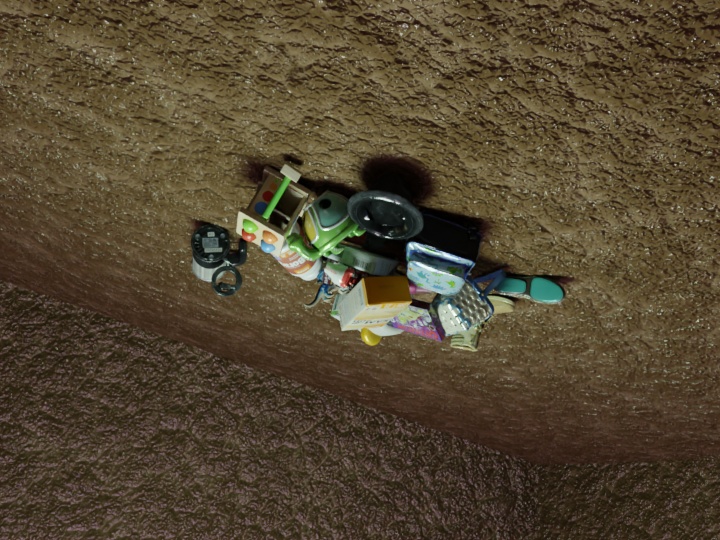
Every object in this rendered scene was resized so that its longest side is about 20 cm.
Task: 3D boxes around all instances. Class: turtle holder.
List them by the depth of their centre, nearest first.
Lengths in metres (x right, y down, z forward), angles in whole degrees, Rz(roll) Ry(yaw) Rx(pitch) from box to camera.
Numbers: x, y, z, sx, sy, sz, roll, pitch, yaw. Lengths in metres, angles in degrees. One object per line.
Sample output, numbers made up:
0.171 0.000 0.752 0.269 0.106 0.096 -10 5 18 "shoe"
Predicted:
-0.087 -0.106 1.544 0.133 0.184 0.141 53 -171 -9 "turtle holder"

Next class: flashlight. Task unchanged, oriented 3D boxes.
-0.031 -0.100 1.660 0.196 0.068 0.069 17 114 -12 "flashlight"

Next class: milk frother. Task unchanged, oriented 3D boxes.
-0.444 -0.005 1.961 0.176 0.204 0.188 14 158 -9 "milk frother"

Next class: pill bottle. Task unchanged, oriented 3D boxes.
-0.181 -0.055 1.790 0.110 0.114 0.200 3 154 26 "pill bottle"

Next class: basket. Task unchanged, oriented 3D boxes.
0.282 0.077 1.697 0.140 0.200 0.176 47 155 -6 "basket"

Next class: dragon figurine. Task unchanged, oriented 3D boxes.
-0.096 0.032 1.848 0.101 0.197 0.059 58 162 13 "dragon figurine"

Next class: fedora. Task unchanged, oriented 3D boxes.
0.063 -0.153 1.436 0.196 0.093 0.201 13 157 5 "fedora"

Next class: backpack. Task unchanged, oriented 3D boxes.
0.192 -0.029 1.567 0.179 0.150 0.201 17 163 7 "backpack"

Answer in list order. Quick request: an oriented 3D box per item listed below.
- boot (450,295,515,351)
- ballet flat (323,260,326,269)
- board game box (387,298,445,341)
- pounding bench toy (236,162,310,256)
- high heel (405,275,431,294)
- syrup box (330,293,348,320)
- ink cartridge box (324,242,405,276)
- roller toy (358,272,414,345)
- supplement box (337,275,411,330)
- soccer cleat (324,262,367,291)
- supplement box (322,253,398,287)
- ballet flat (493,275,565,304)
0.357 0.157 1.871 0.197 0.159 0.073 -5 151 39 "boot"
-0.122 -0.003 1.931 0.195 0.072 0.071 12 157 9 "ballet flat"
0.129 0.120 1.714 0.197 0.032 0.121 11 144 45 "board game box"
-0.208 -0.148 1.510 0.122 0.158 0.200 28 156 -2 "pounding bench toy"
0.148 0.019 1.731 0.094 0.069 0.200 11 -172 2 "high heel"
0.001 0.122 2.119 0.197 0.080 0.081 -9 147 45 "syrup box"
0.017 -0.027 1.678 0.158 0.048 0.199 20 -176 28 "ink cartridge box"
0.060 0.104 1.898 0.180 0.204 0.138 -22 -174 -39 "roller toy"
0.032 0.085 1.618 0.123 0.075 0.200 -3 159 -22 "supplement box"
-0.038 0.013 1.650 0.084 0.070 0.200 29 -178 13 "soccer cleat"
0.000 0.000 1.796 0.195 0.111 0.061 13 147 4 "supplement box"
0.453 0.047 1.700 0.196 0.070 0.075 8 179 30 "ballet flat"
